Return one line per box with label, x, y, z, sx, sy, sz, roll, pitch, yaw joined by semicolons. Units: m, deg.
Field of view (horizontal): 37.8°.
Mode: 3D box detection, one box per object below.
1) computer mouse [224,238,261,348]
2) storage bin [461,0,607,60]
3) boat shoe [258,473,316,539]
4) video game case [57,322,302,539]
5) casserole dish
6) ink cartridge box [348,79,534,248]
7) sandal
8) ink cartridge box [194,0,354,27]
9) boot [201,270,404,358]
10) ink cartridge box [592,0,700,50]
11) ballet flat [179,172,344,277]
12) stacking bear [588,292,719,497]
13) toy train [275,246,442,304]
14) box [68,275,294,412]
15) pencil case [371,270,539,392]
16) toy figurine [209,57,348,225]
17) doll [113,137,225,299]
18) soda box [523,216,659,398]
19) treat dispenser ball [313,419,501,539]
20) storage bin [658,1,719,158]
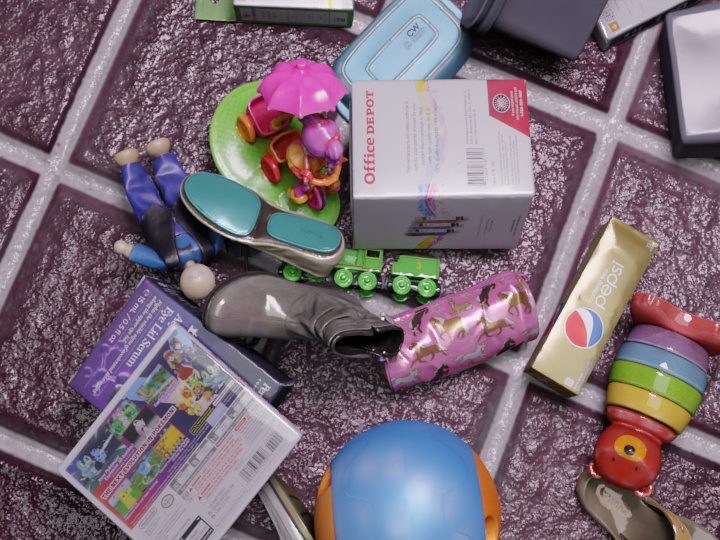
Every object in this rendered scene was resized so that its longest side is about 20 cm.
computer mouse;-0.136;-0.009;1.233;0.058;0.034;0.204;-4;82;-2
storage bin;0.220;-0.346;1.216;0.133;0.146;0.202;25;105;-9
boat shoe;-0.065;0.324;1.161;0.068;0.075;0.201;-34;74;3
video game case;-0.189;0.190;1.102;0.182;0.023;0.201;40;91;5
casserole dish;0.050;-0.259;1.272;0.121;0.039;0.200;44;82;5
ink cartridge box;0.085;-0.116;1.185;0.196;0.145;0.148;0;68;-1
sandal;0.330;0.293;1.182;0.199;0.054;0.081;38;82;5
ink cartridge box;-0.104;-0.358;1.273;0.196;0.059;0.106;2;81;0
boot;-0.056;0.053;1.111;0.198;0.130;0.069;-1;109;-37
ink cartridge box;0.339;-0.404;1.294;0.198;0.043;0.200;-26;83;-2
ballet flat;-0.113;-0.047;1.191;0.197;0.069;0.070;24;82;2
stacking bear;0.321;0.147;1.173;0.120;0.114;0.202;23;79;13
toy train;0.000;0.000;1.231;0.196;0.042;0.057;7;71;0
box;-0.194;0.125;1.169;0.199;0.104;0.149;35;89;5
pencil case;0.107;0.068;1.201;0.197;0.087;0.084;-19;52;-4
toy figurine;-0.067;-0.148;1.164;0.149;0.184;0.202;-29;89;-22
doll;-0.219;-0.052;1.205;0.135;0.049;0.202;-21;68;-20
soda box;0.265;0.043;1.212;0.063;0.068;0.202;29;82;4
treat dispenser ball;0.049;0.261;1.109;0.197;0.201;0.205;0;81;-1
storage bin;0.428;-0.224;1.228;0.132;0.146;0.204;-7;81;8
